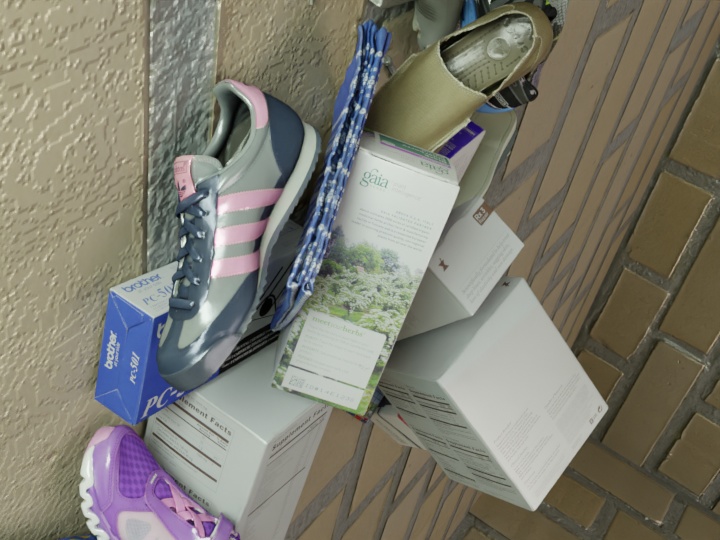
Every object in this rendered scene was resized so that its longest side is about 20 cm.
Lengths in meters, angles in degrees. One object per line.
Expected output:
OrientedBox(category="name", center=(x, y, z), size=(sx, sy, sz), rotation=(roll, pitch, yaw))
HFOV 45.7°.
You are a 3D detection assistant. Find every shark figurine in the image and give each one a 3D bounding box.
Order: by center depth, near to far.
OrientedBox(category="shark figurine", center=(0.056, -0.225, 0.630), size=(0.214, 0.089, 0.129), rotation=(-4, 119, -65))

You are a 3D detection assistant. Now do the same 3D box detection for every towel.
OrientedBox(category="towel", center=(-0.027, -0.063, 0.612), size=(0.145, 0.024, 0.201), rotation=(131, -24, -72))

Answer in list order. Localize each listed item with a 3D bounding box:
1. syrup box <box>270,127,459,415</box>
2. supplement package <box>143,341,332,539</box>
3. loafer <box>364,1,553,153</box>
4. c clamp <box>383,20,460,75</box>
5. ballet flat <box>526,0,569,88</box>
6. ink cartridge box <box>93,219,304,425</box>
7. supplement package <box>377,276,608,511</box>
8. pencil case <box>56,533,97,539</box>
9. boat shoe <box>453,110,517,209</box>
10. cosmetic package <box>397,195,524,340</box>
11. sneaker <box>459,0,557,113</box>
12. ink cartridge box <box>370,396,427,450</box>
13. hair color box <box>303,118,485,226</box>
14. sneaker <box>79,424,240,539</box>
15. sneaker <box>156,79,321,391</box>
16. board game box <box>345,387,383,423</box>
OrientedBox(category="syrup box", center=(0.000, 0.000, 0.652), size=(0.081, 0.078, 0.201), rotation=(-93, -157, -70))
OrientedBox(category="supplement package", center=(-0.114, 0.166, 0.732), size=(0.114, 0.109, 0.201), rotation=(-30, 145, -55))
OrientedBox(category="loafer", center=(0.064, -0.146, 0.678), size=(0.200, 0.076, 0.067), rotation=(-41, 174, 9))
OrientedBox(category="c clamp", center=(0.098, -0.225, 0.816), size=(0.200, 0.027, 0.171), rotation=(-56, 159, -10))
OrientedBox(category="ballet flat", center=(0.152, -0.224, 0.827), size=(0.072, 0.072, 0.201), rotation=(-49, 162, -25))
OrientedBox(category="ink cartridge box", center=(-0.109, 0.031, 0.653), size=(0.200, 0.044, 0.094), rotation=(-29, 142, -54))
OrientedBox(category="supplement package", center=(0.136, 0.127, 0.945), size=(0.152, 0.150, 0.200), rotation=(-46, 114, -22))
OrientedBox(category="pencil case", center=(-0.223, 0.233, 0.605), size=(0.200, 0.086, 0.078), rotation=(35, 69, -71))
OrientedBox(category="boat shoe", center=(0.121, -0.104, 0.973), size=(0.200, 0.073, 0.062), rotation=(-55, 156, -26))
OrientedBox(category="cosmetic package", center=(0.064, 0.008, 0.863), size=(0.102, 0.074, 0.200), rotation=(-49, -169, -26))
OrientedBox(category="sneaker", center=(0.125, -0.236, 0.726), size=(0.071, 0.082, 0.201), rotation=(-57, 146, -74))
OrientedBox(category="ink cartridge box", center=(0.097, 0.157, 1.136), size=(0.145, 0.084, 0.200), rotation=(-53, -170, -16))
OrientedBox(category="hair color box", center=(0.027, -0.068, 0.790), size=(0.200, 0.065, 0.110), rotation=(-43, 164, -43))
OrientedBox(category="sneaker", center=(-0.136, 0.200, 0.644), size=(0.081, 0.088, 0.201), rotation=(-59, 129, -66))
OrientedBox(category="sneaker", center=(-0.097, -0.027, 0.541), size=(0.082, 0.070, 0.201), rotation=(36, 63, -38))
OrientedBox(category="board game box", center=(0.036, 0.089, 1.054), size=(0.200, 0.062, 0.200), rotation=(-56, 160, -7))
